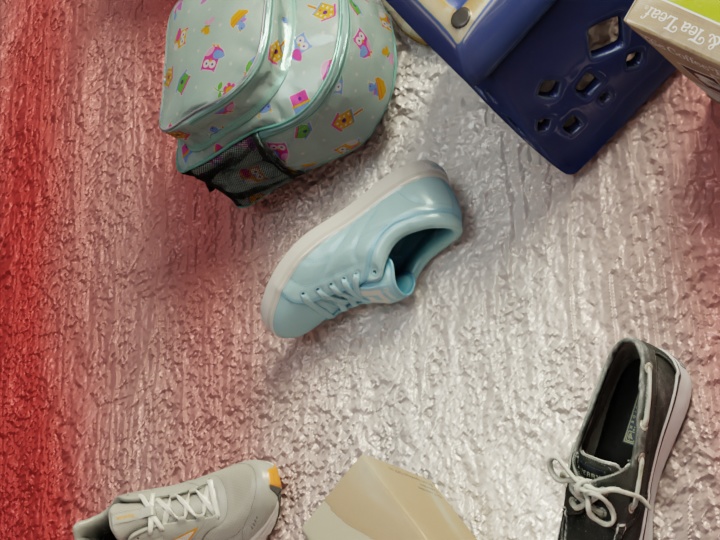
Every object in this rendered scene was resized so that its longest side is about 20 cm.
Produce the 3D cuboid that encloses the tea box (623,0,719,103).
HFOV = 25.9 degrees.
[{"bbox_3d":[0.319,-0.186,1.022,0.200,0.133,0.198,38,97,44],"label":"tea box"}]

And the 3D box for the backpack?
[{"bbox_3d":[-0.072,-0.172,1.351,0.199,0.153,0.177,-15,56,29],"label":"backpack"}]

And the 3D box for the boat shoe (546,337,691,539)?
[{"bbox_3d":[0.166,0.144,1.055,0.073,0.068,0.201,19,85,44],"label":"boat shoe"}]

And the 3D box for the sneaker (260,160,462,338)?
[{"bbox_3d":[0.000,0.000,1.261,0.200,0.074,0.082,-43,46,20],"label":"sneaker"}]

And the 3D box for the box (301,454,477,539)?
[{"bbox_3d":[0.053,0.231,1.101,0.078,0.095,0.200,-51,48,11],"label":"box"}]

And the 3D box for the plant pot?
[{"bbox_3d":[0.128,-0.224,1.166,0.200,0.179,0.200,-48,50,13],"label":"plant pot"}]

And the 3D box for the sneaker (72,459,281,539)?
[{"bbox_3d":[-0.154,0.208,1.292,0.199,0.092,0.076,-30,55,28],"label":"sneaker"}]

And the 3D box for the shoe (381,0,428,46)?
[{"bbox_3d":[0.031,-0.269,1.366,0.070,0.053,0.201,-43,49,19],"label":"shoe"}]
